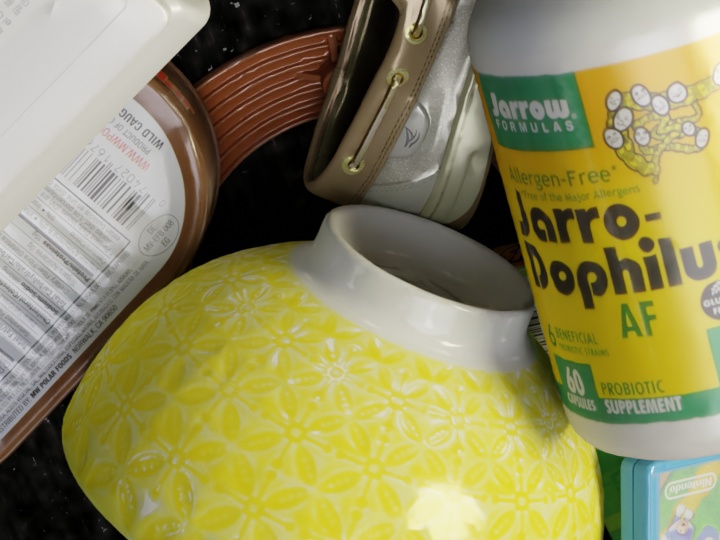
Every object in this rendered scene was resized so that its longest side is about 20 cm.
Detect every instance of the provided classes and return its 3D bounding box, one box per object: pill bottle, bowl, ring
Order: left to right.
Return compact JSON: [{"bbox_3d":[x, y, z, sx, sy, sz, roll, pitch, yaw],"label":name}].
[{"bbox_3d":[0.000,0.000,1.106,0.200,0.019,0.201,-4,118,-7],"label":"ring"},{"bbox_3d":[0.006,0.042,1.013,0.200,0.200,0.108,17,109,-17],"label":"bowl"},{"bbox_3d":[0.099,-0.049,0.949,0.112,0.113,0.201,-15,106,0],"label":"pill bottle"}]

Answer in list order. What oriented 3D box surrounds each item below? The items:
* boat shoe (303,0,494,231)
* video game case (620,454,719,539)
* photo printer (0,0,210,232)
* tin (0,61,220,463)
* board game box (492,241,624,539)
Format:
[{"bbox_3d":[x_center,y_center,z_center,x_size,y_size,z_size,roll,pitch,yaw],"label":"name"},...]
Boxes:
[{"bbox_3d":[0.022,-0.110,1.011,0.066,0.074,0.201,4,108,-15],"label":"boat shoe"},{"bbox_3d":[0.152,0.155,1.051,0.143,0.018,0.201,-9,102,-37],"label":"video game case"},{"bbox_3d":[-0.175,-0.077,0.987,0.166,0.069,0.200,44,105,-5],"label":"photo printer"},{"bbox_3d":[-0.138,-0.003,1.062,0.112,0.042,0.200,41,106,-9],"label":"tin"},{"bbox_3d":[0.129,0.066,1.088,0.095,0.030,0.200,-14,117,25],"label":"board game box"}]
